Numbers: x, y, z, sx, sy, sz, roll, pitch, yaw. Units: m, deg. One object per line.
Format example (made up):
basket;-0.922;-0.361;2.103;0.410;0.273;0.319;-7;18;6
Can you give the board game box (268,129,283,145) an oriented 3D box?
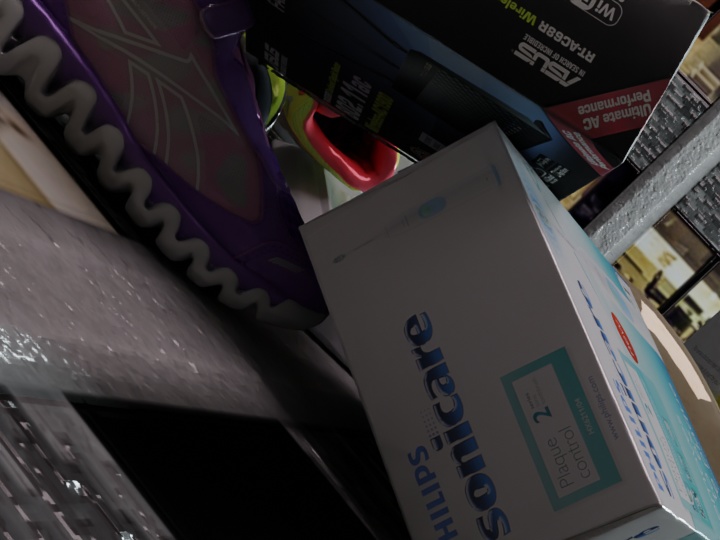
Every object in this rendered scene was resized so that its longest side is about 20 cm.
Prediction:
board game box;-0.074;-0.087;0.946;0.200;0.028;0.135;47;5;5

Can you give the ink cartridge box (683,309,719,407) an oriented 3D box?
ink cartridge box;0.277;0.141;1.142;0.145;0.200;0.145;45;6;-11

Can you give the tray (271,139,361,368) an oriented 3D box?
tray;0.000;0.000;0.786;0.107;0.022;0.201;46;15;-23

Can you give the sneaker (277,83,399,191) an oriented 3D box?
sneaker;-0.017;-0.120;0.754;0.091;0.077;0.201;60;-5;44

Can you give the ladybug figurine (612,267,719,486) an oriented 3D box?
ladybug figurine;0.101;0.076;0.740;0.071;0.136;0.201;-16;60;-40

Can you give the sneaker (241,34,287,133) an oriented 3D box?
sneaker;-0.109;-0.114;0.730;0.200;0.074;0.081;44;13;35

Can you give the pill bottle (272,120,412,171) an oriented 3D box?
pill bottle;-0.018;-0.137;0.954;0.120;0.120;0.200;43;7;-31

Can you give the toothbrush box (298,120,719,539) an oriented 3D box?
toothbrush box;0.071;0.055;0.589;0.200;0.085;0.148;36;30;-60

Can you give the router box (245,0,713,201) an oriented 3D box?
router box;0.032;-0.091;0.599;0.149;0.063;0.200;33;-7;-1

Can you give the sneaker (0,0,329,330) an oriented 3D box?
sneaker;-0.066;-0.068;0.570;0.200;0.088;0.081;48;4;-10
